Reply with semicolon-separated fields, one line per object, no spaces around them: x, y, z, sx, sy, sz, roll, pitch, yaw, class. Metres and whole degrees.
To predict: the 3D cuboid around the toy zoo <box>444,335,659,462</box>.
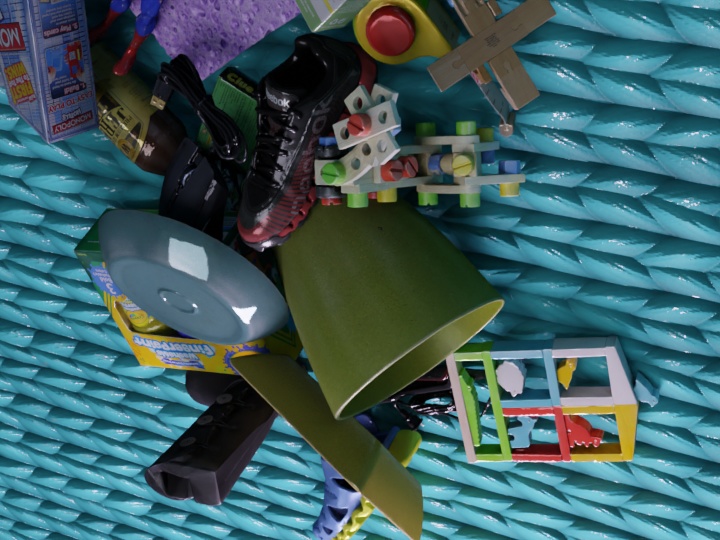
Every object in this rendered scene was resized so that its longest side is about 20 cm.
0.188;0.126;1.372;0.197;0.021;0.133;-3;118;21;toy zoo

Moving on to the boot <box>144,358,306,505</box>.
-0.165;0.167;1.503;0.163;0.201;0.066;-11;120;35;boot

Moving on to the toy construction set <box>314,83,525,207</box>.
0.037;-0.093;1.195;0.130;0.199;0.094;4;85;38;toy construction set

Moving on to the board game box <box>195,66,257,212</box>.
-0.119;-0.096;1.392;0.104;0.024;0.201;34;135;5;board game box

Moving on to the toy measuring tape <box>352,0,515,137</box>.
0.051;-0.182;1.197;0.073;0.074;0.200;-22;118;39;toy measuring tape

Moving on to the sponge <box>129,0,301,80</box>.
-0.120;-0.251;1.264;0.199;0.030;0.112;-26;109;41;sponge

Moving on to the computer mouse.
-0.167;-0.095;1.288;0.141;0.046;0.201;56;148;24;computer mouse

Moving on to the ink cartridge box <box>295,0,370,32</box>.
0.001;-0.302;1.101;0.199;0.048;0.147;-36;78;42;ink cartridge box

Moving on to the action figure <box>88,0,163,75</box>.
-0.195;-0.241;1.234;0.065;0.099;0.200;40;132;-4;action figure

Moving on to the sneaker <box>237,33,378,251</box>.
-0.063;-0.116;1.226;0.070;0.202;0.098;29;-178;35;sneaker

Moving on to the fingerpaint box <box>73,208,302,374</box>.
-0.172;0.024;1.461;0.198;0.074;0.168;3;134;32;fingerpaint box

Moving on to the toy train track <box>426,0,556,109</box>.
0.082;-0.222;1.156;0.114;0.033;0.201;-33;97;-4;toy train track

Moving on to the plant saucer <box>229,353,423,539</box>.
-0.020;0.165;1.397;0.200;0.048;0.200;41;173;31;plant saucer

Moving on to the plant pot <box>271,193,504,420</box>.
0.000;0.000;1.300;0.201;0.186;0.187;55;135;12;plant pot

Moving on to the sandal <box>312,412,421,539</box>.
-0.008;0.222;1.551;0.087;0.080;0.201;35;126;5;sandal

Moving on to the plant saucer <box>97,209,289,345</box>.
-0.162;0.016;1.319;0.198;0.036;0.201;22;156;10;plant saucer

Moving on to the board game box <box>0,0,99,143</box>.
-0.313;-0.222;1.305;0.199;0.061;0.203;7;113;49;board game box

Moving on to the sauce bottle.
-0.212;-0.141;1.367;0.200;0.065;0.065;44;135;3;sauce bottle

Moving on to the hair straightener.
0.059;0.125;1.462;0.198;0.041;0.078;-7;122;29;hair straightener
